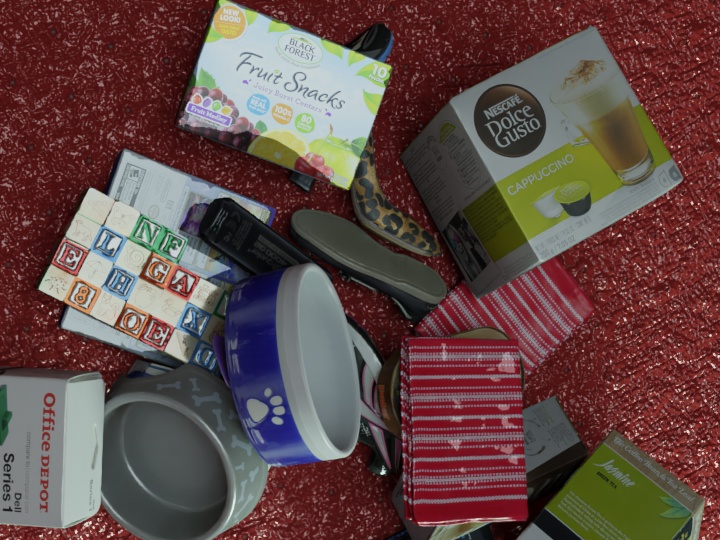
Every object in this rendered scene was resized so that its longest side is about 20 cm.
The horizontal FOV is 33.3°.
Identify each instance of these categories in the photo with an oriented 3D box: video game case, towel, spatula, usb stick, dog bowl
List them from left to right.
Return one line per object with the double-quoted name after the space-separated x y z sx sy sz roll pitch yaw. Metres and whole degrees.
-0.208 -0.005 1.304 0.180 0.045 0.202 21 83 -18 "video game case"
-0.196 0.195 1.240 0.198 0.059 0.202 7 113 18 "dog bowl"
-0.129 0.105 1.260 0.020 0.200 0.057 -20 79 -5 "spatula"
-0.099 -0.014 1.306 0.200 0.032 0.056 38 79 -46 "usb stick"
-0.066 0.098 1.242 0.078 0.200 0.203 -11 95 14 "dog bowl"
0.112 0.170 1.292 0.143 0.022 0.203 3 76 -19 "towel"
0.176 0.059 1.447 0.200 0.022 0.145 -41 102 -15 "towel"

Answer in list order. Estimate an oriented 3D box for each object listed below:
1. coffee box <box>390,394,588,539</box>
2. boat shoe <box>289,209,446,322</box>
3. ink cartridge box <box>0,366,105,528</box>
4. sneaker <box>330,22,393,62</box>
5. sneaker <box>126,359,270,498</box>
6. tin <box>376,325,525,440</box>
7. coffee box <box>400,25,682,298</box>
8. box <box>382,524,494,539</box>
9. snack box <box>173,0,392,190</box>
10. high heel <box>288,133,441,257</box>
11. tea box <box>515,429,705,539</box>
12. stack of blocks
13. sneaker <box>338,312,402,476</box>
0.145 0.232 1.367 0.198 0.115 0.080 -20 65 -21 "coffee box"
0.000 0.000 1.365 0.198 0.073 0.063 27 126 -14 "boat shoe"
-0.362 0.170 1.187 0.197 0.084 0.148 1 90 11 "ink cartridge box"
-0.050 -0.234 1.345 0.198 0.071 0.083 -26 105 -15 "sneaker"
-0.173 0.184 1.300 0.198 0.080 0.116 30 78 -19 "sneaker"
0.103 0.128 1.357 0.198 0.042 0.113 -11 94 -36 "tin"
0.193 -0.117 1.347 0.198 0.200 0.199 -28 86 -17 "coffee box"
0.083 0.400 1.411 0.197 0.050 0.202 -22 97 -19 "box"
-0.083 -0.187 1.285 0.198 0.053 0.144 19 93 -13 "snack box"
0.034 -0.114 1.374 0.199 0.071 0.143 31 87 -8 "high heel"
0.282 0.326 1.385 0.197 0.201 0.133 -44 61 -14 "tea box"
-0.221 0.012 1.245 0.199 0.058 0.116 29 81 -18 "stack of blocks"
0.003 0.147 1.367 0.086 0.080 0.201 -29 91 2 "sneaker"
